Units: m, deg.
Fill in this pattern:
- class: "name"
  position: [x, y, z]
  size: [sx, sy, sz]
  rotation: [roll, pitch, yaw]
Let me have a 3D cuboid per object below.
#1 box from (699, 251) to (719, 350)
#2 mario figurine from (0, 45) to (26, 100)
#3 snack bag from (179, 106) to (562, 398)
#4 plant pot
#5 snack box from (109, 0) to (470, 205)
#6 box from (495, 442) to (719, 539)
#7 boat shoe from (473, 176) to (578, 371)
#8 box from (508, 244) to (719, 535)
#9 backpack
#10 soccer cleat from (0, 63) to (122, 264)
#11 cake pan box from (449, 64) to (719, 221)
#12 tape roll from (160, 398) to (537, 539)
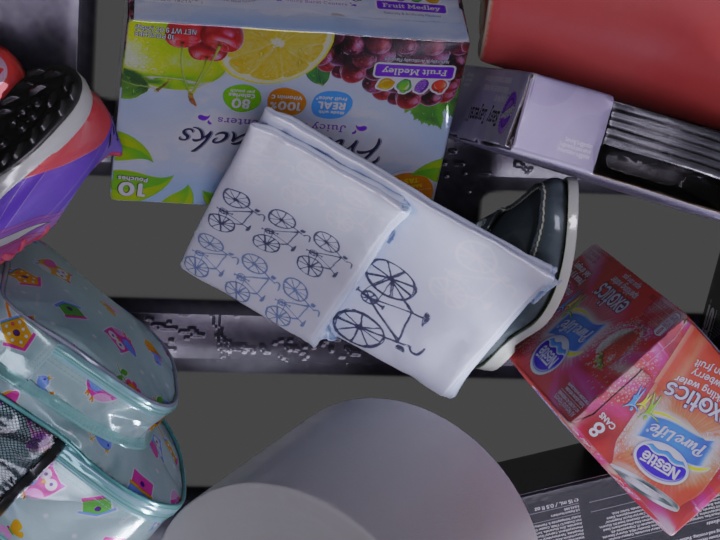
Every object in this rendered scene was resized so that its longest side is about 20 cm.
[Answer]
- class: "box"
  position: [0.265, 0.018, 1.418]
  size: [0.044, 0.160, 0.201]
  rotation: [11, 103, -13]
- class: "mario figurine"
  position: [-0.282, -0.065, 1.339]
  size: [0.200, 0.106, 0.124]
  rotation: [-36, 123, 6]
- class: "snack bag"
  position: [0.000, 0.000, 1.364]
  size: [0.200, 0.189, 0.021]
  rotation: [29, 57, -4]
- class: "plant pot"
  position: [0.164, -0.184, 1.343]
  size: [0.177, 0.200, 0.201]
  rotation: [6, 104, -1]
- class: "snack box"
  position: [-0.046, -0.103, 1.365]
  size: [0.199, 0.053, 0.142]
  rotation: [3, 135, -9]
- class: "box"
  position: [0.145, 0.190, 1.487]
  size: [0.199, 0.079, 0.142]
  rotation: [-12, 102, -6]
- class: "boat shoe"
  position: [0.080, 0.003, 1.382]
  size: [0.062, 0.200, 0.073]
  rotation: [11, 61, -11]
- class: "box"
  position: [0.165, 0.068, 1.394]
  size: [0.095, 0.200, 0.100]
  rotation: [-42, 107, 1]
- class: "backpack"
  position: [-0.190, 0.086, 1.359]
  size: [0.153, 0.176, 0.200]
  rotation: [-40, 111, 7]
- class: "soccer cleat"
  position: [-0.215, -0.025, 1.302]
  size: [0.200, 0.068, 0.073]
  rotation: [-49, 138, -10]
- class: "cake pan box"
  position: [0.153, -0.073, 1.355]
  size: [0.184, 0.200, 0.052]
  rotation: [14, 93, -11]
- class: "tape roll"
  position: [-0.007, 0.194, 1.385]
  size: [0.202, 0.139, 0.203]
  rotation: [12, 115, 28]
